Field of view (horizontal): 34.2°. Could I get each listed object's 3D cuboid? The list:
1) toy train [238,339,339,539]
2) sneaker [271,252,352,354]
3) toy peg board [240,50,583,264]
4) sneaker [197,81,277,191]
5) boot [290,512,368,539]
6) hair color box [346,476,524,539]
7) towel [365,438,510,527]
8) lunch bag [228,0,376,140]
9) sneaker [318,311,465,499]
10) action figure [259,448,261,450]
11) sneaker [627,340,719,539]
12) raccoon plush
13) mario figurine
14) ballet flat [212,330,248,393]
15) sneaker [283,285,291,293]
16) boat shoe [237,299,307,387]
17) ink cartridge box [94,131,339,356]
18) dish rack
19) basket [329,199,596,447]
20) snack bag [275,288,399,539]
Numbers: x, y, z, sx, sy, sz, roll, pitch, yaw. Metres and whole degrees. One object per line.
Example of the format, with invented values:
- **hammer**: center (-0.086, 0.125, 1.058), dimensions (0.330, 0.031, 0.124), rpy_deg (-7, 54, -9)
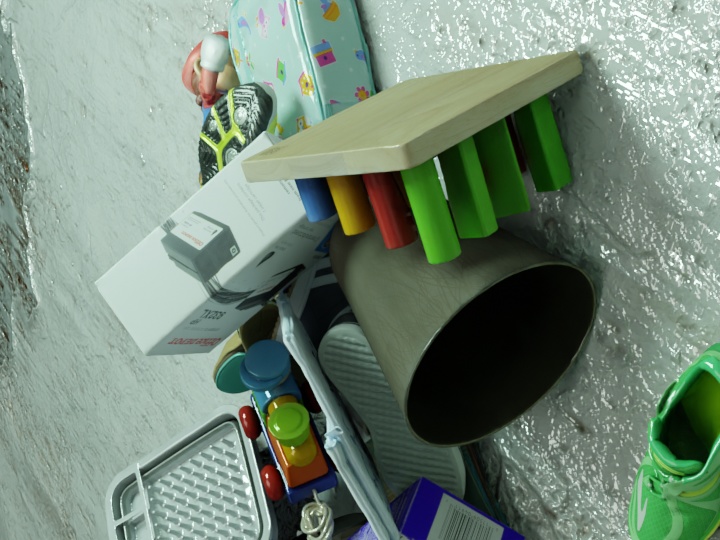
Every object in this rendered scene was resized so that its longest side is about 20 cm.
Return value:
- **toy train**: center (-0.055, 0.167, 1.075), dimensions (0.116, 0.084, 0.201), rpy_deg (80, 167, -54)
- **sneaker**: center (0.000, 0.000, 1.115), dimensions (0.107, 0.070, 0.202), rpy_deg (22, 90, 11)
- **toy peg board**: center (0.049, -0.081, 0.908), dimensions (0.198, 0.199, 0.099), rpy_deg (0, 115, 50)
- **sneaker**: center (-0.112, -0.095, 1.134), dimensions (0.075, 0.076, 0.202), rpy_deg (45, 132, 31)
- **boot**: center (-0.054, 0.348, 1.168), dimensions (0.152, 0.198, 0.073), rpy_deg (67, 162, -4)
- **hair color box**: center (0.050, 0.269, 1.053), dimensions (0.109, 0.065, 0.200), rpy_deg (31, 144, -4)
- **towel**: center (0.061, 0.211, 1.119), dimensions (0.200, 0.021, 0.148), rpy_deg (-45, 61, 52)
- **lunch bag**: center (-0.061, -0.190, 1.146), dimensions (0.160, 0.076, 0.203), rpy_deg (-19, 82, 56)
- **sneaker**: center (0.037, 0.122, 1.047), dimensions (0.078, 0.080, 0.202), rpy_deg (-25, 103, 19)
- **action figure**: center (-0.174, 0.271, 1.397), dimensions (0.197, 0.105, 0.196), rpy_deg (6, 99, 13)
- **sneaker**: center (0.220, 0.122, 0.801), dimensions (0.074, 0.083, 0.202), rpy_deg (46, 134, 39)
- **raccoon plush**: center (-0.072, 0.222, 1.265), dimensions (0.097, 0.200, 0.134), rpy_deg (46, -179, 4)
- **mario figurine**: center (-0.129, -0.171, 1.238), dimensions (0.124, 0.105, 0.202), rpy_deg (129, 140, -53)
- **ballet flat**: center (-0.110, 0.075, 1.316), dimensions (0.200, 0.068, 0.064), rpy_deg (-44, 34, 48)
- **sneaker**: center (-0.097, -0.023, 1.232), dimensions (0.199, 0.087, 0.075), rpy_deg (30, 122, 49)
- **boat shoe**: center (-0.083, 0.090, 1.220), dimensions (0.202, 0.071, 0.066), rpy_deg (70, 177, -46)
- **ink cartridge box**: center (-0.112, -0.017, 1.033), dimensions (0.199, 0.145, 0.084), rpy_deg (-40, 78, 10)
- **dish rack**: center (-0.167, 0.250, 1.182), dimensions (0.199, 0.043, 0.173), rpy_deg (-35, 52, 20)
- **basket**: center (0.063, 0.019, 0.958), dimensions (0.136, 0.180, 0.200), rpy_deg (54, 175, -40)
- **snack bag**: center (-0.026, 0.122, 1.005), dimensions (0.202, 0.021, 0.189), rpy_deg (63, 180, -11)
